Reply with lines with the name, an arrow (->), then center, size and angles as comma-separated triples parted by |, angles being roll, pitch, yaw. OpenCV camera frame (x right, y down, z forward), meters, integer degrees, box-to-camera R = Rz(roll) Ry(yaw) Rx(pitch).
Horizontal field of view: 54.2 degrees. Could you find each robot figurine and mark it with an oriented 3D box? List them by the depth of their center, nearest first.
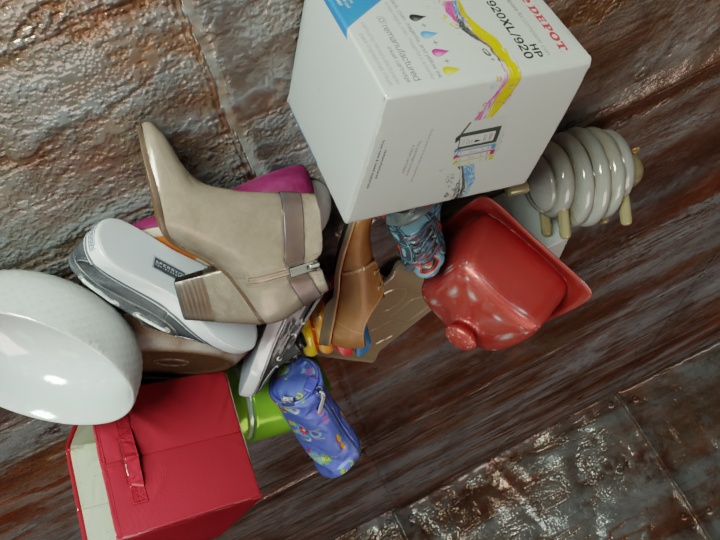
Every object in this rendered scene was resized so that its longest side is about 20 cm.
robot figurine -> -0.145, 0.189, 1.048 | 0.196, 0.117, 0.177 | -11, 143, -29

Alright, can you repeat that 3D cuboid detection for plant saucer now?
plant saucer -> -0.216, 0.090, 0.808 | 0.195, 0.038, 0.201 | 0, 162, 0

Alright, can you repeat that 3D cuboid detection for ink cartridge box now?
ink cartridge box -> 0.060, -0.159, 0.605 | 0.196, 0.149, 0.146 | -15, 151, -24

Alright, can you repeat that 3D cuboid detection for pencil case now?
pencil case -> -0.059, 0.208, 0.985 | 0.079, 0.085, 0.202 | -54, 138, -31

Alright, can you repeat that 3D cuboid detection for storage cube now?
storage cube -> -0.252, 0.250, 0.877 | 0.176, 0.174, 0.201 | -6, 151, -34

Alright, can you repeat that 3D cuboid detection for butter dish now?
butter dish -> 0.159, 0.038, 0.918 | 0.149, 0.199, 0.200 | -52, -174, -27

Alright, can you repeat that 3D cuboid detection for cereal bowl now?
cereal bowl -> -0.304, 0.066, 0.685 | 0.194, 0.085, 0.202 | 6, 142, 4

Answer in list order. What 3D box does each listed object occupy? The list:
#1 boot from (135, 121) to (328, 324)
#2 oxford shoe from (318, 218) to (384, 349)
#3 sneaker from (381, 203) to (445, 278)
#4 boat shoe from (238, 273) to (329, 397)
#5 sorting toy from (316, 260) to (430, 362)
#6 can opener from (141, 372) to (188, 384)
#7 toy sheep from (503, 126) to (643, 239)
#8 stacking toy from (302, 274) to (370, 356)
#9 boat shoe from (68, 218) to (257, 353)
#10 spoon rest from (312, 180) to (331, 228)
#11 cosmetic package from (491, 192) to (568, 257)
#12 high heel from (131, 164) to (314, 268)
boot -> -0.108, -0.045, 0.635 | 0.143, 0.070, 0.205 | -14, 113, -10
oxford shoe -> 0.000, 0.000, 0.842 | 0.069, 0.072, 0.205 | 11, 113, 0
sneaker -> 0.075, -0.043, 0.825 | 0.078, 0.098, 0.200 | -22, 172, 6
boat shoe -> -0.094, 0.078, 0.867 | 0.065, 0.070, 0.203 | 18, 112, -18
sorting toy -> 0.035, 0.065, 1.102 | 0.200, 0.037, 0.184 | -44, 149, 20
can opener -> -0.293, 0.131, 0.893 | 0.198, 0.065, 0.054 | 17, 87, -55
toy sheep -> 0.278, -0.116, 0.906 | 0.195, 0.140, 0.139 | -13, 150, -16
stacking toy -> -0.090, 0.075, 0.943 | 0.195, 0.113, 0.116 | -13, 167, -3
boat shoe -> -0.190, 0.029, 0.688 | 0.067, 0.073, 0.199 | -30, 131, 31
spoon rest -> -0.113, -0.027, 0.789 | 0.200, 0.061, 0.099 | -43, 154, 0
cosmetic package -> 0.226, -0.021, 1.047 | 0.083, 0.109, 0.201 | -22, 154, -14
high heel -> -0.144, -0.062, 0.714 | 0.194, 0.098, 0.068 | -8, 143, 5
